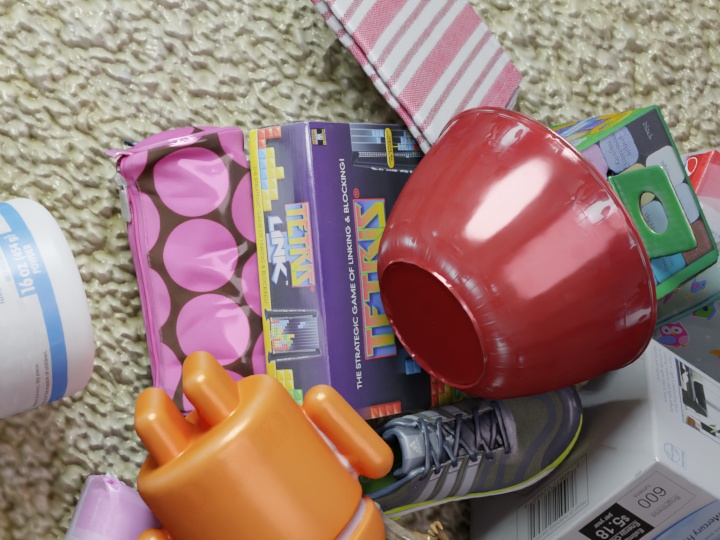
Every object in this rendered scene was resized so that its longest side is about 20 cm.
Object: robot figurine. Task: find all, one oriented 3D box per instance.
[{"bbox_3d":[-0.063,0.148,1.127,0.201,0.116,0.144,52,53,-12],"label":"robot figurine"}]

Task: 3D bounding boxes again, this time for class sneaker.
[{"bbox_3d":[0.058,0.125,1.223,0.198,0.081,0.075,-23,73,11],"label":"sneaker"}]

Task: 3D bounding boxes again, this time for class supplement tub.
[{"bbox_3d":[-0.276,0.041,1.096,0.198,0.132,0.133,-18,96,-26],"label":"supplement tub"}]

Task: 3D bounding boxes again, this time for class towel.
[{"bbox_3d":[0.033,-0.170,1.270,0.201,0.030,0.147,51,38,-13],"label":"towel"}]

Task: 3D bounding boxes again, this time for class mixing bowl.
[{"bbox_3d":[0.082,0.007,1.158,0.108,0.199,0.202,-35,102,-29],"label":"mixing bowl"}]

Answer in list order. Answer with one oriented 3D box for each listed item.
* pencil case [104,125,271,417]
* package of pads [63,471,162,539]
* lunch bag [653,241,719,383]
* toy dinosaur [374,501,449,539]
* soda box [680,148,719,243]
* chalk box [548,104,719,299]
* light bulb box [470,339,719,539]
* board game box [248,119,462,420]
[{"bbox_3d":[-0.111,0.006,1.199,0.093,0.090,0.202,-13,96,-33],"label":"pencil case"},{"bbox_3d":[-0.156,0.245,1.175,0.120,0.076,0.202,23,79,-20],"label":"package of pads"},{"bbox_3d":[0.319,0.053,1.363,0.199,0.160,0.078,37,55,-19],"label":"lunch bag"},{"bbox_3d":[0.059,0.225,1.223,0.060,0.105,0.201,-45,115,-44],"label":"toy dinosaur"},{"bbox_3d":[0.321,-0.015,1.415,0.199,0.063,0.071,31,76,-20],"label":"soda box"},{"bbox_3d":[0.158,-0.033,1.264,0.123,0.200,0.126,-29,100,-23],"label":"chalk box"},{"bbox_3d":[0.212,0.186,1.269,0.199,0.198,0.125,31,36,-20],"label":"light bulb box"},{"bbox_3d":[0.000,0.000,1.229,0.165,0.056,0.203,-6,91,-56],"label":"board game box"}]
